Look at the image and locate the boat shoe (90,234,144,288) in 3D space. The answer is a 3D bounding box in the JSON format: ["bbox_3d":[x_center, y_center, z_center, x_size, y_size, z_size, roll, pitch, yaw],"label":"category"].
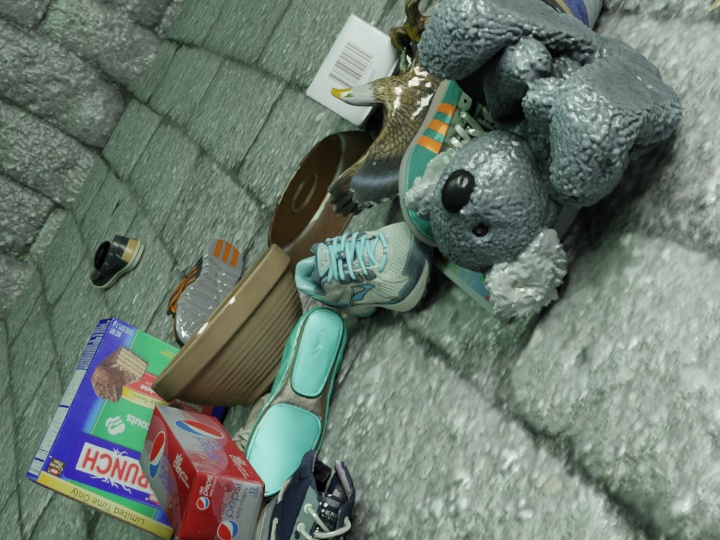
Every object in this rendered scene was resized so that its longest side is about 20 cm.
[{"bbox_3d":[-0.454,-0.020,2.155,0.199,0.062,0.075,-26,42,57],"label":"boat shoe"}]

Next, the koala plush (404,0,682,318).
[{"bbox_3d":[0.121,-0.077,0.876,0.177,0.183,0.201,45,121,27],"label":"koala plush"}]

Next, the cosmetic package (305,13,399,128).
[{"bbox_3d":[-0.003,-0.217,1.331,0.102,0.074,0.200,-58,1,7],"label":"cosmetic package"}]

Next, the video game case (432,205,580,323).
[{"bbox_3d":[0.120,-0.049,1.018,0.144,0.017,0.200,-58,23,6],"label":"video game case"}]

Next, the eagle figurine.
[{"bbox_3d":[0.040,-0.149,1.174,0.149,0.151,0.203,3,85,33],"label":"eagle figurine"}]

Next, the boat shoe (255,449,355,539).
[{"bbox_3d":[-0.044,0.231,0.960,0.093,0.074,0.201,-59,21,24],"label":"boat shoe"}]

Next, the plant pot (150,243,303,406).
[{"bbox_3d":[-0.122,0.077,1.253,0.201,0.093,0.201,-48,5,5],"label":"plant pot"}]

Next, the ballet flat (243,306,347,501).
[{"bbox_3d":[-0.061,0.134,1.148,0.071,0.067,0.202,110,180,-69],"label":"ballet flat"}]

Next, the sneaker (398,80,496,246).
[{"bbox_3d":[0.091,-0.117,1.043,0.080,0.071,0.202,-35,32,54],"label":"sneaker"}]

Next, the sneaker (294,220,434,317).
[{"bbox_3d":[0.000,0.000,1.106,0.200,0.085,0.079,-30,51,60],"label":"sneaker"}]

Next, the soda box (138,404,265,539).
[{"bbox_3d":[-0.150,0.186,1.099,0.200,0.069,0.064,27,101,67],"label":"soda box"}]

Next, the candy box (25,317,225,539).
[{"bbox_3d":[-0.260,0.180,1.362,0.077,0.168,0.202,-12,53,66],"label":"candy box"}]

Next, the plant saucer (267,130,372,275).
[{"bbox_3d":[-0.056,-0.085,1.416,0.200,0.034,0.201,-47,27,32],"label":"plant saucer"}]

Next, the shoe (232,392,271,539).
[{"bbox_3d":[-0.111,0.199,1.170,0.070,0.053,0.202,-39,31,41],"label":"shoe"}]

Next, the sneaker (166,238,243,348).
[{"bbox_3d":[-0.210,0.057,1.543,0.112,0.077,0.201,-50,14,34],"label":"sneaker"}]

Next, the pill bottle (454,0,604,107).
[{"bbox_3d":[0.148,-0.228,1.013,0.112,0.112,0.201,-40,14,41],"label":"pill bottle"}]
